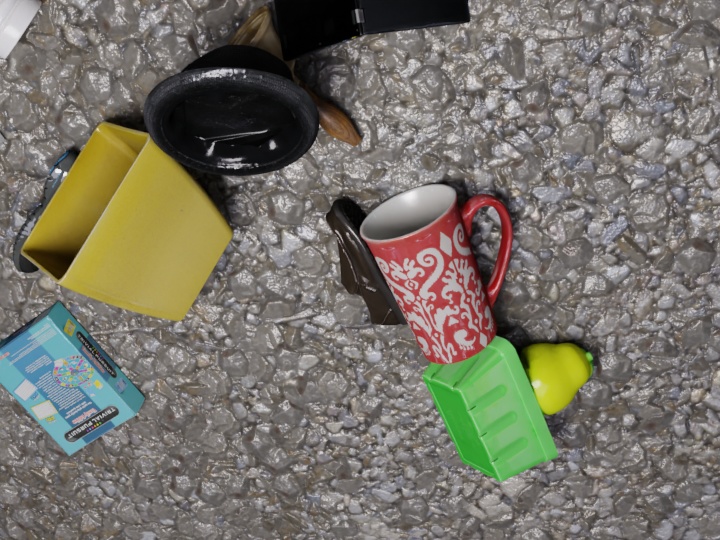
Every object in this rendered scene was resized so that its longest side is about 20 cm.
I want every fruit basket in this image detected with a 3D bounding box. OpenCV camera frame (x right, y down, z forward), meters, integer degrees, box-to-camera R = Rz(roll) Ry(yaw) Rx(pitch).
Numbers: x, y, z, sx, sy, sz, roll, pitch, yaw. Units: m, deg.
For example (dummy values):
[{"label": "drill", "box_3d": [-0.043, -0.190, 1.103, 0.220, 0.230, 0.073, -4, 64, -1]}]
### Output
[{"label": "fruit basket", "box_3d": [0.213, 0.160, 1.369, 0.213, 0.155, 0.220, -6, 101, -31]}]

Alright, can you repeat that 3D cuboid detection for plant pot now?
[{"label": "plant pot", "box_3d": [-0.283, -0.047, 1.260, 0.176, 0.199, 0.202, 36, 82, -33]}]

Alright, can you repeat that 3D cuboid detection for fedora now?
[{"label": "fedora", "box_3d": [-0.144, -0.193, 1.134, 0.197, 0.093, 0.202, 0, 147, 0]}]

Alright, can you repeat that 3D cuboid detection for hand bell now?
[{"label": "hand bell", "box_3d": [-0.074, -0.219, 1.231, 0.199, 0.105, 0.104, 38, 117, -25]}]

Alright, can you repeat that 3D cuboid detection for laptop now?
[{"label": "laptop", "box_3d": [0.002, -0.355, 1.138, 0.198, 0.115, 0.191, -7, 93, 42]}]

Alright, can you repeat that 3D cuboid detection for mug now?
[{"label": "mug", "box_3d": [0.114, 0.005, 1.280, 0.175, 0.134, 0.202, -12, 117, 24]}]

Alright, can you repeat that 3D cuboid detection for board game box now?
[{"label": "board game box", "box_3d": [-0.448, 0.166, 1.503, 0.150, 0.047, 0.201, -30, 110, 22]}]

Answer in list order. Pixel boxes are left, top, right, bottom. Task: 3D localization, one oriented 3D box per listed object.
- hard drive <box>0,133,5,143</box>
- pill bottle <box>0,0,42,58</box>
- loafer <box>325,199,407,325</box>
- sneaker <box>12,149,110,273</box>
[{"label": "hard drive", "box_3d": [-0.587, -0.226, 1.329, 0.130, 0.027, 0.201, -25, 112, 20]}, {"label": "pill bottle", "box_3d": [-0.488, -0.349, 1.187, 0.199, 0.113, 0.112, 36, 118, -25]}, {"label": "loafer", "box_3d": [0.000, 0.000, 1.330, 0.070, 0.073, 0.202, -23, 112, 17]}, {"label": "sneaker", "box_3d": [-0.412, -0.063, 1.361, 0.081, 0.074, 0.201, 31, 119, -10]}]
